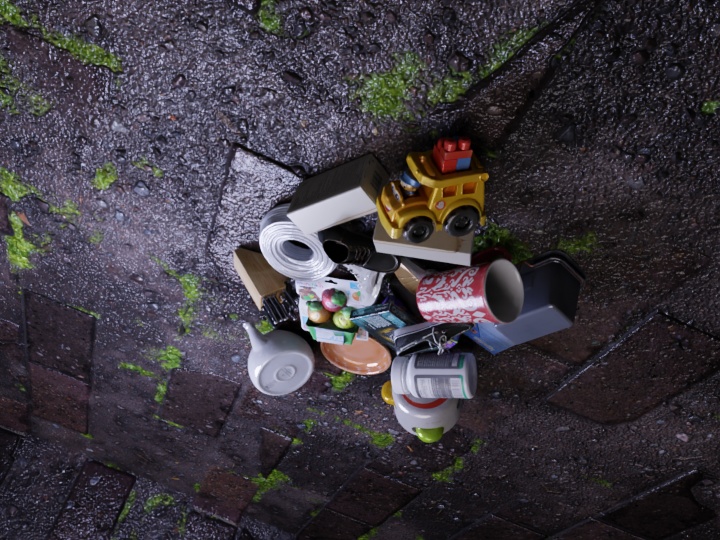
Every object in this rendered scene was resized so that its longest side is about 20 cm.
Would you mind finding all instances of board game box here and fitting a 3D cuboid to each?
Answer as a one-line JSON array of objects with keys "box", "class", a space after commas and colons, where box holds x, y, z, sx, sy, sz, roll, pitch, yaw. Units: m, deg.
[{"box": [0.133, 0.143, 1.805, 0.199, 0.045, 0.135, 24, 151, -7], "class": "board game box"}, {"box": [0.087, 0.143, 1.745, 0.135, 0.028, 0.200, -15, 139, 43], "class": "board game box"}, {"box": [0.293, 0.135, 1.771, 0.199, 0.020, 0.103, 35, 138, -20], "class": "board game box"}]

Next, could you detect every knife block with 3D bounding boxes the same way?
[{"box": [-0.237, 0.050, 1.748, 0.199, 0.176, 0.064, 16, 141, 2], "class": "knife block"}]

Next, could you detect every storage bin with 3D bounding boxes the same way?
[{"box": [0.373, 0.063, 1.563, 0.145, 0.135, 0.199, 39, 136, -25], "class": "storage bin"}]

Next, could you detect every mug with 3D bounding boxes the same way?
[{"box": [0.240, 0.044, 1.547, 0.199, 0.177, 0.134, -10, 106, 47], "class": "mug"}]

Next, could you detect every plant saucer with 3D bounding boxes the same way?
[{"box": [-0.010, 0.214, 1.970, 0.199, 0.038, 0.201, 11, 142, 9], "class": "plant saucer"}]

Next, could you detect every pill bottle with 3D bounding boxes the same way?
[{"box": [0.184, 0.262, 1.810, 0.199, 0.114, 0.113, -2, 138, 21], "class": "pill bottle"}]

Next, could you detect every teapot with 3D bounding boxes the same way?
[{"box": [-0.227, 0.238, 2.004, 0.196, 0.146, 0.201, -5, 127, -24], "class": "teapot"}]

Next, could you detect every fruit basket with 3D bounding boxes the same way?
[{"box": [-0.072, 0.097, 1.811, 0.184, 0.094, 0.201, 8, 137, 12], "class": "fruit basket"}]

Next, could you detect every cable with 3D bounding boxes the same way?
[{"box": [-0.140, -0.062, 1.661, 0.200, 0.070, 0.199, 40, 137, -25], "class": "cable"}]

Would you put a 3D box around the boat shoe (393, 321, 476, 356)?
[{"box": [0.171, 0.151, 1.646, 0.198, 0.068, 0.074, -13, 146, 12], "class": "boat shoe"}]

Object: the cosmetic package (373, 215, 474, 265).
[{"box": [0.135, -0.082, 1.482, 0.198, 0.104, 0.073, 8, 163, 11], "class": "cosmetic package"}]

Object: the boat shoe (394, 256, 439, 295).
[{"box": [0.157, 0.029, 1.662, 0.200, 0.069, 0.071, 43, 157, -17], "class": "boat shoe"}]

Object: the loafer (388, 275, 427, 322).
[{"box": [0.148, 0.085, 1.712, 0.199, 0.072, 0.073, 33, 139, -1], "class": "loafer"}]

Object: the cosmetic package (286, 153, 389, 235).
[{"box": [-0.046, -0.155, 1.489, 0.199, 0.104, 0.073, -16, 132, 36], "class": "cosmetic package"}]

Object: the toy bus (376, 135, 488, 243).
[{"box": [0.137, -0.165, 1.343, 0.199, 0.136, 0.193, -11, 137, -12], "class": "toy bus"}]

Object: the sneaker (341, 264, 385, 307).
[{"box": [0.000, 0.000, 1.666, 0.114, 0.076, 0.201, 12, 133, -10], "class": "sneaker"}]

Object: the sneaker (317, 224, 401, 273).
[{"box": [-0.001, -0.029, 1.534, 0.199, 0.106, 0.075, 22, 111, -14], "class": "sneaker"}]

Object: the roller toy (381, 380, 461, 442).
[{"box": [0.175, 0.334, 1.926, 0.200, 0.182, 0.140, 37, 154, 32], "class": "roller toy"}]
